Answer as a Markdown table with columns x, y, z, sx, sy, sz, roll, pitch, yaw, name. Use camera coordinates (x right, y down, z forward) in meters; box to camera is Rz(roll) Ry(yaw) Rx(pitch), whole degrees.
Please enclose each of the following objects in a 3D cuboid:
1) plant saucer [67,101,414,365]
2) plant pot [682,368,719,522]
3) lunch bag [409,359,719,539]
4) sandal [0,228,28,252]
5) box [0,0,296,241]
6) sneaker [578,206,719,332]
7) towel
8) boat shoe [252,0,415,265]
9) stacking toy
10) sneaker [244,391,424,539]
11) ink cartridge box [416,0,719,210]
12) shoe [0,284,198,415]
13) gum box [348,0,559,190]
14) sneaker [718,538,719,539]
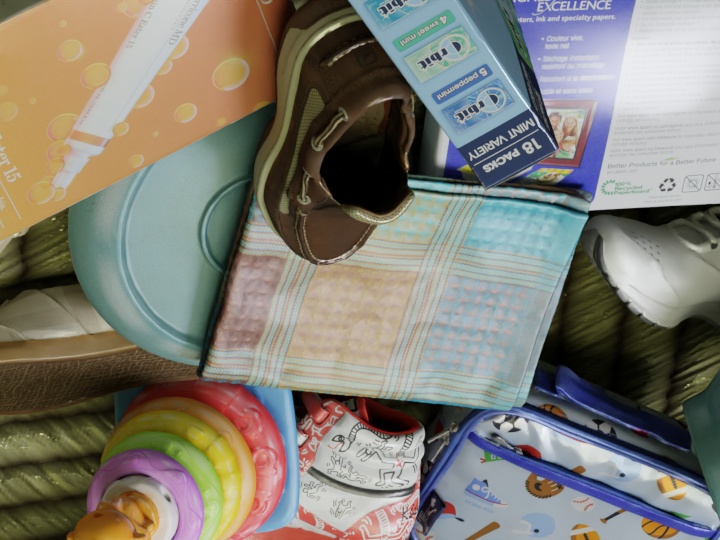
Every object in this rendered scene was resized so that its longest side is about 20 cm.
| x | y | z | sx | sy | sz | roll | pitch | yaw | name |
| --- | --- | --- | --- | --- | --- | --- | --- | --- | --- |
| -0.060 | -0.028 | 1.282 | 0.200 | 0.027 | 0.201 | -10 | 121 | -17 | plant saucer |
| 0.272 | 0.113 | 1.389 | 0.134 | 0.201 | 0.200 | -19 | 139 | 9 | plant pot |
| 0.131 | 0.138 | 1.501 | 0.200 | 0.076 | 0.160 | 22 | 130 | -12 | lunch bag |
| -0.194 | -0.035 | 1.241 | 0.077 | 0.070 | 0.212 | 15 | 129 | -31 | sandal |
| -0.139 | -0.117 | 1.124 | 0.200 | 0.098 | 0.125 | -28 | 138 | -4 | box |
| 0.211 | -0.009 | 1.416 | 0.200 | 0.075 | 0.087 | 14 | 123 | -41 | sneaker |
| 0.020 | 0.011 | 1.298 | 0.199 | 0.022 | 0.147 | 5 | 120 | -22 | towel |
| -0.009 | -0.049 | 1.149 | 0.075 | 0.075 | 0.202 | -23 | 153 | -13 | boat shoe |
| -0.114 | 0.127 | 1.328 | 0.116 | 0.200 | 0.110 | 0 | 103 | 15 | stacking toy |
| -0.059 | 0.117 | 1.463 | 0.201 | 0.067 | 0.108 | 11 | 108 | -4 | sneaker |
| 0.138 | -0.121 | 1.277 | 0.197 | 0.047 | 0.200 | -3 | 127 | -15 | ink cartridge box |
| -0.167 | 0.041 | 1.352 | 0.199 | 0.054 | 0.070 | -7 | 148 | -7 | shoe |
| 0.014 | -0.161 | 1.076 | 0.044 | 0.170 | 0.200 | -29 | 128 | 14 | gum box |
| 0.276 | 0.146 | 1.589 | 0.200 | 0.080 | 0.131 | -26 | 139 | 9 | sneaker |
